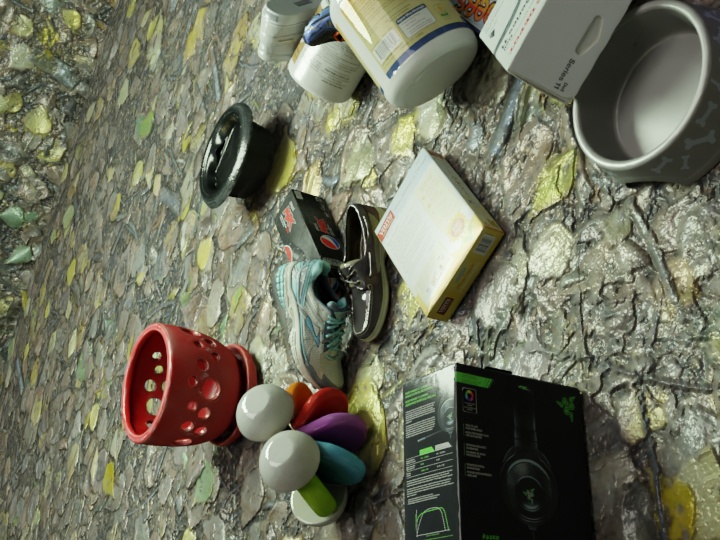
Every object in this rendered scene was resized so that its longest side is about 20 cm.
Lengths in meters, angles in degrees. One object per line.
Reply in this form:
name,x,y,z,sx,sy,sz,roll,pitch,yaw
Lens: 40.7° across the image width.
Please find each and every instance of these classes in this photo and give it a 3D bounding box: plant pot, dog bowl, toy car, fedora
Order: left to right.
plant pot,-0.283,0.202,1.638,0.200,0.182,0.201,-31,52,50
fedora,-0.218,-0.202,1.785,0.200,0.091,0.202,-29,54,50
toy car,-0.064,0.235,1.323,0.150,0.175,0.200,-32,47,-4
dog bowl,0.297,-0.180,0.981,0.200,0.058,0.201,-28,55,51

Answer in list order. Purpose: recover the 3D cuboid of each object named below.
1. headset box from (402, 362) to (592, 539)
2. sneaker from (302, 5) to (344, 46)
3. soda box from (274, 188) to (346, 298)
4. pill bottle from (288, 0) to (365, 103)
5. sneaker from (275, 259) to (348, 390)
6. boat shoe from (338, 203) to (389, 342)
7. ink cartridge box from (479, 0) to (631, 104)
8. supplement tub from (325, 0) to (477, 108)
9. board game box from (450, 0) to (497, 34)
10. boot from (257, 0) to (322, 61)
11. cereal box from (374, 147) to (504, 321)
headset box,0.137,0.198,0.975,0.093,0.174,0.201,-30,52,50
sneaker,0.014,-0.352,1.407,0.075,0.199,0.079,21,-121,-83
soda box,-0.073,-0.039,1.514,0.071,0.063,0.200,-58,35,27
pill bottle,-0.021,-0.374,1.516,0.200,0.114,0.115,-56,36,29
sneaker,-0.056,0.079,1.389,0.086,0.078,0.201,-17,92,29
boat shoe,0.000,0.000,1.378,0.072,0.065,0.201,-16,65,53
ink cartridge box,0.213,-0.287,1.075,0.147,0.083,0.200,-61,13,20
supplement tub,0.048,-0.334,1.295,0.144,0.144,0.200,-45,73,40
board game box,0.187,-0.369,1.256,0.136,0.034,0.200,-63,34,20
boot,-0.091,-0.402,1.596,0.074,0.200,0.096,43,134,25
cereal box,0.097,-0.050,1.267,0.144,0.039,0.200,-59,34,25
